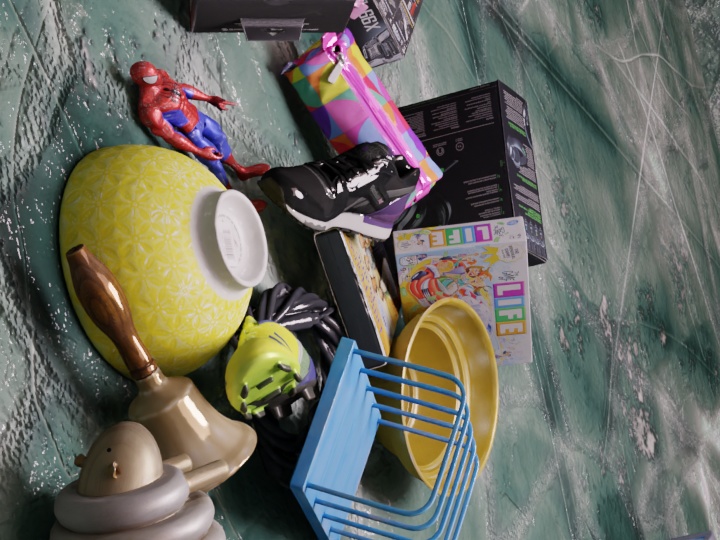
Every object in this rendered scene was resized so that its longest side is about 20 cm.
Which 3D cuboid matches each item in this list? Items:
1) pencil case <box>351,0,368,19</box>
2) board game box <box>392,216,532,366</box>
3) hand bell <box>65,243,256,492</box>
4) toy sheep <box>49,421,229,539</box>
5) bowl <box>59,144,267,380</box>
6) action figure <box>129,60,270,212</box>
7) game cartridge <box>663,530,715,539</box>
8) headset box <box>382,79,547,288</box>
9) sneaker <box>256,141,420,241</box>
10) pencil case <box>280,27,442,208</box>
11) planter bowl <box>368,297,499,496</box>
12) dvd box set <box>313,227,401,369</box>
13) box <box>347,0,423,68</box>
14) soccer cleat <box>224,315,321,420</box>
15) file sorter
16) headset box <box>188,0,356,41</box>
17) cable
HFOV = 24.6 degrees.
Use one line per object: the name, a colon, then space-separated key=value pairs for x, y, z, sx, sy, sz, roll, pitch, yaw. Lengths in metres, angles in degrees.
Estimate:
pencil case: x=-0.058 y=-0.323 z=1.684 sx=0.200 sy=0.087 sz=0.088 roll=28 pitch=54 yaw=-60
board game box: x=0.109 y=0.030 z=1.731 sx=0.200 sy=0.134 sz=0.034 roll=80 pitch=4 yaw=-48
hand bell: x=-0.168 y=0.068 z=1.249 sx=0.201 sy=0.104 sz=0.104 roll=63 pitch=28 yaw=-19
toy sheep: x=-0.154 y=0.205 z=1.172 sx=0.138 sy=0.137 sz=0.201 roll=-26 pitch=107 yaw=-65
bowl: x=-0.140 y=-0.014 z=1.332 sx=0.200 sy=0.107 sz=0.201 roll=38 pitch=46 yaw=-53
action figure: x=-0.142 y=-0.124 z=1.457 sx=0.200 sy=0.052 sz=0.066 roll=43 pitch=46 yaw=-48
game cartridge: x=0.426 y=0.405 z=2.297 sx=0.200 sy=0.133 sz=0.041 roll=-10 pitch=87 yaw=-66
headset box: x=0.100 y=-0.082 z=1.794 sx=0.093 sy=0.174 sz=0.201 roll=23 pitch=57 yaw=-60
sneaker: x=-0.017 y=-0.088 z=1.526 sx=0.076 sy=0.088 sz=0.200 roll=44 pitch=19 yaw=25
pencil case: x=0.002 y=-0.151 z=1.686 sx=0.200 sy=0.088 sz=0.088 roll=55 pitch=30 yaw=-13
planter bowl: x=0.060 y=0.129 z=1.695 sx=0.200 sy=0.083 sz=0.201 roll=5 pitch=84 yaw=-58
dvd box set: x=0.000 y=0.000 z=1.658 sx=0.200 sy=0.029 sz=0.147 roll=-69 pitch=141 yaw=-73
box: x=0.004 y=-0.357 z=1.874 sx=0.200 sy=0.050 sz=0.158 roll=60 pitch=29 yaw=-32
soccer cleat: x=-0.082 y=0.074 z=1.346 sx=0.084 sy=0.065 sz=0.200 roll=60 pitch=3 yaw=11
file sorter: x=0.030 y=0.171 z=1.466 sx=0.200 sy=0.122 sz=0.139 roll=72 pitch=34 yaw=-64
headset box: x=-0.086 y=-0.306 z=1.527 sx=0.077 sy=0.148 sz=0.201 roll=122 pitch=-36 yaw=-70
cable: x=-0.064 y=0.093 z=1.523 sx=0.163 sy=0.051 sz=0.200 roll=59 pitch=32 yaw=-24
